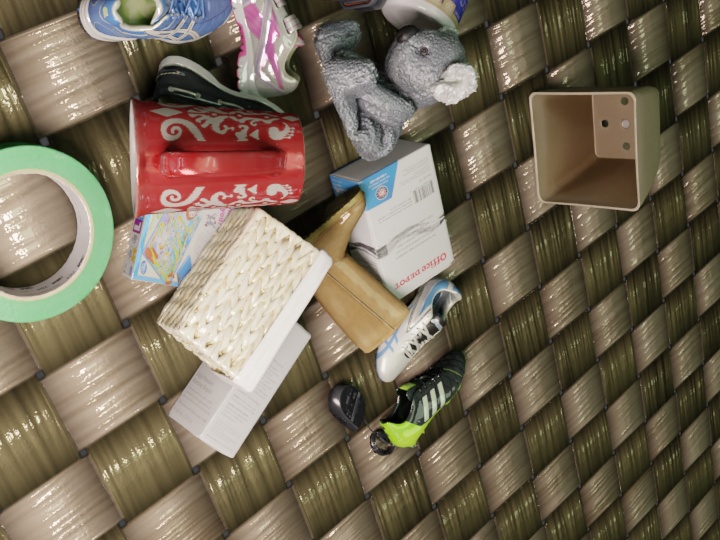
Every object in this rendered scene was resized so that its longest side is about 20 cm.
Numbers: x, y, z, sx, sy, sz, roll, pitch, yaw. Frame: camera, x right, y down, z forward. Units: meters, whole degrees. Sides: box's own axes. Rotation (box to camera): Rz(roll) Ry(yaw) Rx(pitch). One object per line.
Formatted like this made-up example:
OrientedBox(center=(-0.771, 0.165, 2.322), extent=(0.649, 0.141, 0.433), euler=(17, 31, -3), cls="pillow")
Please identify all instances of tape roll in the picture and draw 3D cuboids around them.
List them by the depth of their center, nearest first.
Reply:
OrientedBox(center=(-0.387, -0.044, 0.976), extent=(0.197, 0.048, 0.205), euler=(-11, 108, -36), cls="tape roll")

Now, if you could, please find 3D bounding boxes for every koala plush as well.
OrientedBox(center=(0.059, -0.265, 1.163), extent=(0.197, 0.179, 0.186), euler=(-22, 127, 5), cls="koala plush")

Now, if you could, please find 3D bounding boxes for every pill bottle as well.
OrientedBox(center=(0.119, -0.451, 1.236), extent=(0.119, 0.119, 0.204), euler=(26, 85, -39), cls="pill bottle")

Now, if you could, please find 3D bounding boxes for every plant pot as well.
OrientedBox(center=(0.438, -0.241, 1.511), extent=(0.176, 0.197, 0.204), euler=(-31, 120, -41), cls="plant pot")

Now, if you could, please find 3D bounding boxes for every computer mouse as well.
OrientedBox(center=(0.000, 0.247, 1.377), extent=(0.201, 0.033, 0.059), euler=(53, 43, -39), cls="computer mouse")

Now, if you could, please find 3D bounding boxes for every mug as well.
OrientedBox(center=(-0.167, -0.119, 0.993), extent=(0.196, 0.179, 0.135), euler=(-2, 128, -19), cls="mug")

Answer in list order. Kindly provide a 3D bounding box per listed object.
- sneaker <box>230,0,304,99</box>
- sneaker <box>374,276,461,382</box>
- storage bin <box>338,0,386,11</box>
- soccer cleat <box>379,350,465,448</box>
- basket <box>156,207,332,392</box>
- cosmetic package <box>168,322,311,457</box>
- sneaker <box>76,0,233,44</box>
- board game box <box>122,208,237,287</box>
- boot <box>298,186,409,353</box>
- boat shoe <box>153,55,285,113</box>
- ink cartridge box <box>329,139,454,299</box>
OrientedBox(center=(-0.115, -0.318, 1.087), extent=(0.086, 0.082, 0.204), euler=(0, 113, 4), cls="sneaker")
OrientedBox(center=(0.093, 0.097, 1.384), extent=(0.201, 0.072, 0.072), euler=(-54, 129, -13), cls="sneaker")
OrientedBox(center=(-0.042, -0.448, 1.105), extent=(0.132, 0.145, 0.205), euler=(-8, 106, -26), cls="storage bin")
OrientedBox(center=(0.109, 0.205, 1.425), extent=(0.201, 0.067, 0.081), euler=(-51, 121, -20), cls="soccer cleat")
OrientedBox(center=(-0.151, 0.030, 1.073), extent=(0.123, 0.135, 0.202), euler=(38, 76, -23), cls="basket")
OrientedBox(center=(-0.166, 0.143, 1.167), extent=(0.074, 0.101, 0.202), euler=(41, 74, -38), cls="cosmetic package")
OrientedBox(center=(-0.233, -0.309, 1.015), extent=(0.198, 0.076, 0.077), euler=(-21, 112, -35), cls="sneaker")
OrientedBox(center=(-0.224, -0.080, 1.107), extent=(0.133, 0.034, 0.204), euler=(12, 93, -40), cls="board game box")
OrientedBox(center=(0.000, 0.000, 1.228), extent=(0.174, 0.067, 0.200), euler=(-39, 110, 22), cls="boot")
OrientedBox(center=(-0.173, -0.197, 1.079), extent=(0.197, 0.075, 0.061), euler=(22, 56, -24), cls="boat shoe")
OrientedBox(center=(0.051, -0.078, 1.297), extent=(0.144, 0.083, 0.204), euler=(-31, 119, -29), cls="ink cartridge box")
